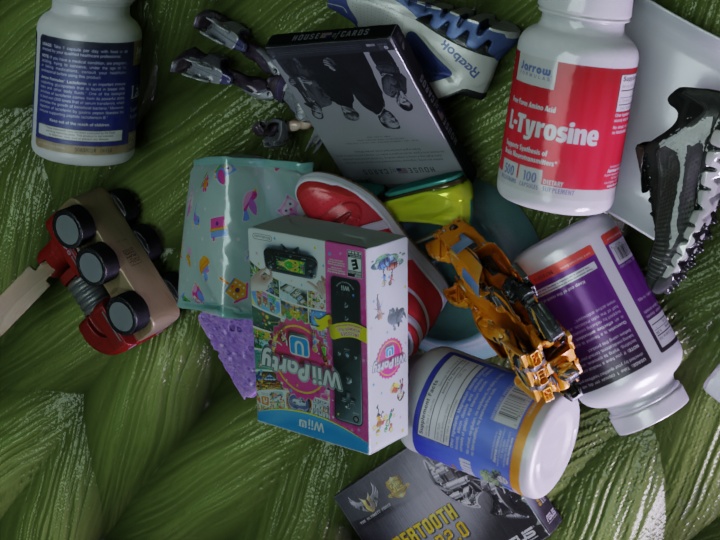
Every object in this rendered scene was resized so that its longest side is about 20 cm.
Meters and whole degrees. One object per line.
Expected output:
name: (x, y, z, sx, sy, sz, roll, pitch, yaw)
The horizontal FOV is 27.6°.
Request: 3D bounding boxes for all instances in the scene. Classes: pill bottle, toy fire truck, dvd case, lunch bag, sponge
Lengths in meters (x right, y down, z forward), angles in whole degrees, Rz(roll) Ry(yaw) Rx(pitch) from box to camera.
pill bottle: (-0.299, -0.223, 1.602, 0.115, 0.116, 0.201, 14, 109, 22)
toy fire truck: (-0.325, 0.028, 1.685, 0.200, 0.129, 0.176, -35, 87, 40)
dvd case: (0.012, -0.157, 1.445, 0.150, 0.025, 0.200, 2, 141, 34)
pill bottle: (0.235, 0.053, 1.413, 0.112, 0.112, 0.201, -28, 89, 29)
lunch bag: (-0.130, -0.036, 1.539, 0.200, 0.121, 0.171, -174, 86, -66)
pill bottle: (0.193, -0.160, 1.345, 0.112, 0.112, 0.201, 14, 108, 22)
pill bottle: (0.105, 0.141, 1.448, 0.199, 0.112, 0.113, 18, 110, 29)
sponge: (-0.084, 0.044, 1.608, 0.200, 0.030, 0.112, -38, 78, 29)

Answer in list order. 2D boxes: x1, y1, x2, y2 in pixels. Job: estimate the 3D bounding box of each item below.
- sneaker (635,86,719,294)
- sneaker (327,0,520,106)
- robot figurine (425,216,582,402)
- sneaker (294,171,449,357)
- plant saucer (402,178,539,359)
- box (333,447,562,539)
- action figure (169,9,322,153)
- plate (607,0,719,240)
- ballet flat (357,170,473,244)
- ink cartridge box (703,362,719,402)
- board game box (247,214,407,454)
sneaker: (0.290, -0.079, 1.348, 0.090, 0.066, 0.201, 24, 108, 21)
sneaker: (0.050, -0.216, 1.454, 0.199, 0.081, 0.116, 23, 109, 18)
robot figurine: (0.139, 0.044, 1.377, 0.058, 0.145, 0.200, -31, 45, -6)
sneaker: (0.000, 0.000, 1.431, 0.200, 0.113, 0.071, 43, 136, -16)
plant saucer: (0.091, 0.002, 1.514, 0.199, 0.036, 0.201, 7, 105, 25)
box: (0.092, 0.255, 1.570, 0.200, 0.048, 0.159, -36, 86, 28)
action figure: (-0.093, -0.199, 1.537, 0.199, 0.069, 0.131, 27, 104, 13)
plate: (0.274, -0.146, 1.390, 0.200, 0.032, 0.200, 32, 114, 16)
ballet flat: (0.028, -0.057, 1.483, 0.199, 0.067, 0.067, -4, 108, 34)
ink cartridge box: (0.447, 0.107, 1.362, 0.200, 0.050, 0.161, 39, 116, 15)
board game box: (-0.030, 0.058, 1.399, 0.147, 0.064, 0.201, 11, 111, 37)
